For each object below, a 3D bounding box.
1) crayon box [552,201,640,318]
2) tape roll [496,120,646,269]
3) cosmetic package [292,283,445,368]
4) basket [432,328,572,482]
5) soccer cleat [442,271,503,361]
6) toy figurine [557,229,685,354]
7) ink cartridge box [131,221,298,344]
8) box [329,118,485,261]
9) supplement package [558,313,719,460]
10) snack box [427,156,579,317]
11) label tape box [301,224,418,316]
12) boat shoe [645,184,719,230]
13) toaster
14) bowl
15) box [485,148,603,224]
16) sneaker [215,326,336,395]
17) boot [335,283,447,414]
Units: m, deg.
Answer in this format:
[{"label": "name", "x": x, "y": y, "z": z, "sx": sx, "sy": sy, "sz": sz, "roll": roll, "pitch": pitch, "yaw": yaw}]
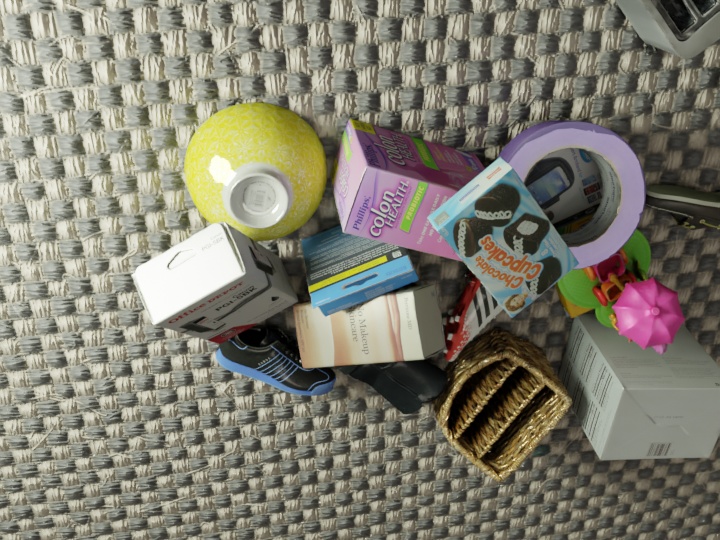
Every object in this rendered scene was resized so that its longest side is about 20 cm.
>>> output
[{"label": "crayon box", "x": 0.365, "y": -0.011, "z": 1.220, "sx": 0.126, "sy": 0.052, "sz": 0.200, "roll": -24, "pitch": 121, "yaw": 5}, {"label": "tape roll", "x": 0.282, "y": -0.106, "z": 1.072, "sx": 0.199, "sy": 0.085, "sz": 0.201, "roll": 0, "pitch": 102, "yaw": 2}, {"label": "cosmetic package", "x": 0.012, "y": 0.082, "z": 1.132, "sx": 0.200, "sy": 0.087, "sz": 0.104, "roll": -10, "pitch": 91, "yaw": 27}, {"label": "basket", "x": 0.219, "y": 0.215, "z": 1.270, "sx": 0.143, "sy": 0.149, "sz": 0.200, "roll": 28, "pitch": 113, "yaw": -22}, {"label": "soccer cleat", "x": 0.187, "y": 0.063, "z": 1.227, "sx": 0.085, "sy": 0.069, "sz": 0.200, "roll": 14, "pitch": 112, "yaw": -11}, {"label": "toy figurine", "x": 0.397, "y": 0.056, "z": 1.128, "sx": 0.150, "sy": 0.184, "sz": 0.200, "roll": -27, "pitch": 120, "yaw": 7}, {"label": "ink cartridge box", "x": -0.194, "y": 0.024, "z": 1.071, "sx": 0.147, "sy": 0.083, "sz": 0.200, "roll": -29, "pitch": 162, "yaw": 8}, {"label": "box", "x": 0.073, "y": -0.108, "z": 1.046, "sx": 0.200, "sy": 0.176, "sz": 0.097, "roll": 12, "pitch": 117, "yaw": -15}, {"label": "supplement package", "x": 0.454, "y": 0.186, "z": 1.261, "sx": 0.191, "sy": 0.200, "sz": 0.147, "roll": 2, "pitch": 120, "yaw": -9}, {"label": "snack box", "x": 0.185, "y": -0.036, "z": 0.982, "sx": 0.116, "sy": 0.037, "sz": 0.200, "roll": -40, "pitch": 127, "yaw": 8}, {"label": "label tape box", "x": 0.000, "y": 0.000, "z": 1.082, "sx": 0.144, "sy": 0.200, "sz": 0.063, "roll": -21, "pitch": 120, "yaw": 4}, {"label": "boat shoe", "x": 0.521, "y": -0.090, "z": 1.188, "sx": 0.201, "sy": 0.072, "sz": 0.061, "roll": 5, "pitch": 115, "yaw": -15}, {"label": "toaster", "x": 0.412, "y": -0.384, "z": 0.976, "sx": 0.181, "sy": 0.119, "sz": 0.200, "roll": -40, "pitch": 118, "yaw": 15}, {"label": "bowl", "x": -0.140, "y": -0.115, "z": 1.049, "sx": 0.200, "sy": 0.108, "sz": 0.201, "roll": -4, "pitch": 121, "yaw": -6}, {"label": "box", "x": 0.282, "y": -0.131, "z": 1.146, "sx": 0.200, "sy": 0.042, "sz": 0.119, "roll": -24, "pitch": 120, "yaw": 8}, {"label": "sneaker", "x": -0.123, "y": 0.136, "z": 1.216, "sx": 0.200, "sy": 0.070, "sz": 0.078, "roll": 18, "pitch": 122, "yaw": -17}, {"label": "boot", "x": 0.080, "y": 0.129, "z": 1.241, "sx": 0.168, "sy": 0.076, "sz": 0.200, "roll": 34, "pitch": 112, "yaw": -23}]
